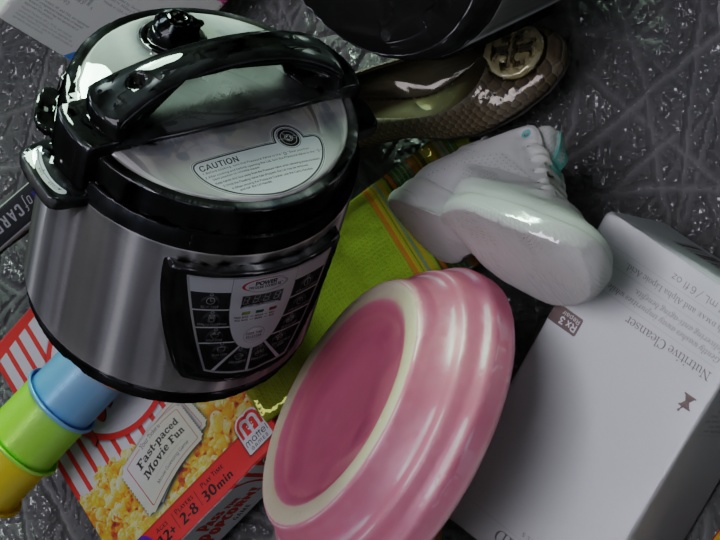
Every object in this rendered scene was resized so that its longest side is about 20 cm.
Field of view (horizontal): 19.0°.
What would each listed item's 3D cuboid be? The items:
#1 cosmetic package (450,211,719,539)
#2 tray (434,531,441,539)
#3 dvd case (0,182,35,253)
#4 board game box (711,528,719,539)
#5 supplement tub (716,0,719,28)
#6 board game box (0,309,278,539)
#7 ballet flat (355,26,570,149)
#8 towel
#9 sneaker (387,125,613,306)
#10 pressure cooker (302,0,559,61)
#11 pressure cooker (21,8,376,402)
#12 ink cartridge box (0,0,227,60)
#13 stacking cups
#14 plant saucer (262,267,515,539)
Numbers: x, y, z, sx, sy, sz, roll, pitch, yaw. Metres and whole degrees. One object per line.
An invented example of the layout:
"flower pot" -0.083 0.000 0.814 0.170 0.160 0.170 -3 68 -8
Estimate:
"cosmetic package" 0.145 0.081 1.185 0.113 0.081 0.200 34 103 31
"tray" 0.007 0.146 1.222 0.099 0.037 0.200 -43 28 37
"dvd case" -0.181 -0.067 1.385 0.200 0.150 0.025 -38 95 25
"board game box" 0.211 0.244 1.143 0.151 0.046 0.200 42 107 30
"supplement tub" 0.257 -0.181 1.104 0.145 0.145 0.201 -3 83 33
"board game box" -0.135 0.080 1.383 0.152 0.046 0.200 -46 62 20
"ballet flat" 0.033 -0.110 1.293 0.199 0.046 0.068 -12 47 34
"towel" 0.000 0.000 1.295 0.200 0.018 0.086 -37 63 6
"sneaker" 0.090 -0.042 1.188 0.088 0.075 0.200 -44 27 -11
"pressure cooker" 0.068 -0.223 1.211 0.178 0.200 0.176 -23 96 48
"pressure cooker" -0.095 -0.048 1.191 0.178 0.176 0.200 20 133 2
"ink cartridge box" -0.129 -0.219 1.366 0.200 0.116 0.067 -43 37 24
"stacking cups" -0.177 0.069 1.336 0.200 0.060 0.061 -46 62 20
"plant saucer" 0.007 0.083 1.185 0.201 0.051 0.201 -47 24 29
